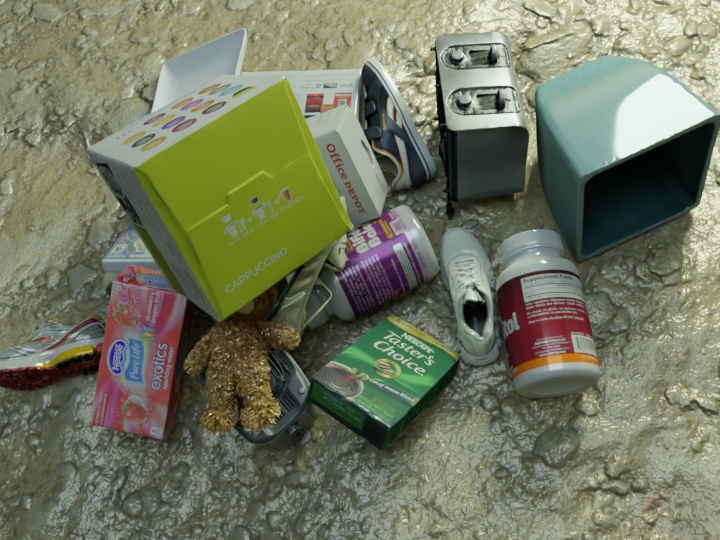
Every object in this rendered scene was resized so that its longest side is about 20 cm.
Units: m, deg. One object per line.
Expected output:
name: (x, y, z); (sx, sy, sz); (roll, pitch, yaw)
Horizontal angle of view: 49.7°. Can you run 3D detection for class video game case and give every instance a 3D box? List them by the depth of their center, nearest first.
video game case: (-0.255, -0.056, 1.151); (0.197, 0.023, 0.183); (-1, 33, 10)

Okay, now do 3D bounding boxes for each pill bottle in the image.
pill bottle: (0.239, 0.055, 1.019); (0.111, 0.113, 0.203); (-8, 65, 6)
pill bottle: (0.000, 0.000, 1.085); (0.198, 0.113, 0.113); (-28, 65, -3)

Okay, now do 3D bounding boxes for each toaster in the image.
toaster: (-0.140, 0.150, 1.035); (0.113, 0.129, 0.200); (-42, 67, -10)
toaster: (0.167, -0.210, 1.113); (0.117, 0.201, 0.183); (-5, 58, 5)

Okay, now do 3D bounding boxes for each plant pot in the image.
plant pot: (0.337, -0.175, 1.065); (0.194, 0.197, 0.202); (-24, 57, -1)

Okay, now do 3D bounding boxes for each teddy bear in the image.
teddy bear: (-0.147, 0.100, 0.941); (0.143, 0.067, 0.203); (7, 74, 26)

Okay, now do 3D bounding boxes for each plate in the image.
plate: (-0.265, -0.278, 1.264); (0.198, 0.032, 0.202); (-11, 63, 33)

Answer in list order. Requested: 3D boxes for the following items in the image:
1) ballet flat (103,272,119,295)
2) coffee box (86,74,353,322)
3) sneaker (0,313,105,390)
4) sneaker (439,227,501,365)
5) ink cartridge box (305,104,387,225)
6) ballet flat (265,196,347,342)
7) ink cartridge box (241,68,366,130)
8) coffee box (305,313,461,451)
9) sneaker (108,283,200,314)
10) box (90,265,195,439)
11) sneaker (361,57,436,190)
ballet flat: (-0.294, -0.011, 1.171); (0.197, 0.070, 0.070); (-13, 65, 4)
coffee box: (-0.164, -0.095, 0.916); (0.199, 0.202, 0.197); (-35, 29, -20)
sneaker: (-0.462, 0.120, 1.142); (0.197, 0.078, 0.083); (-13, 61, -6)
sneaker: (0.152, 0.024, 1.066); (0.074, 0.081, 0.202); (-13, 64, 6)
ink cartridge box: (-0.079, -0.126, 1.098); (0.198, 0.146, 0.088); (-16, 32, 21)
ballet flat: (-0.054, 0.002, 1.011); (0.062, 0.067, 0.202); (29, 90, 0)
ink cartridge box: (-0.095, -0.216, 1.209); (0.197, 0.084, 0.178); (2, 66, 11)
coffee box: (0.034, 0.135, 0.995); (0.122, 0.044, 0.199); (30, 34, 22)
sneaker: (-0.265, 0.038, 1.125); (0.197, 0.089, 0.078); (-3, 46, 5)
box: (-0.287, 0.106, 1.038); (0.101, 0.095, 0.203); (12, 101, -4)
sneaker: (0.037, -0.216, 1.165); (0.079, 0.078, 0.202); (-27, 87, -3)
